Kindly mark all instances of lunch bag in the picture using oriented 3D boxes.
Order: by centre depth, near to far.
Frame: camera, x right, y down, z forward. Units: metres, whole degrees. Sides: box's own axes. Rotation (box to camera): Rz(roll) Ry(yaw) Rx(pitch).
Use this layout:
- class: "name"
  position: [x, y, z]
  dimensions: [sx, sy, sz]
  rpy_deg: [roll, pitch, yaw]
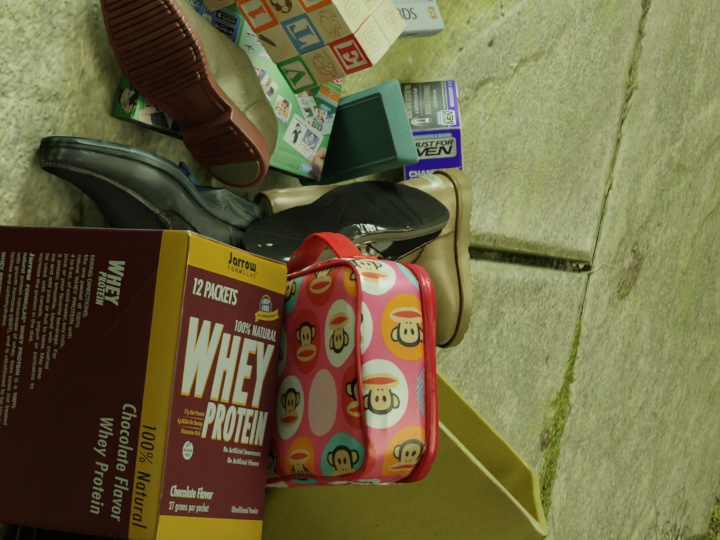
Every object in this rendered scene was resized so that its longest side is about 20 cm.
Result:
- class: "lunch bag"
  position: [-0.023, 0.063, 1.135]
  dimensions: [0.081, 0.199, 0.178]
  rpy_deg: [1, 83, -30]

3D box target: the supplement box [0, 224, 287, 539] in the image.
- class: "supplement box"
  position: [-0.174, 0.078, 1.099]
  dimensions: [0.133, 0.198, 0.199]
  rpy_deg: [20, 74, -62]

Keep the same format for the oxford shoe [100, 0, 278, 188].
- class: "oxford shoe"
  position: [-0.127, -0.158, 1.213]
  dimensions: [0.201, 0.070, 0.075]
  rpy_deg: [60, 33, -31]

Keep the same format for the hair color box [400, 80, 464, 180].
- class: "hair color box"
  position: [0.075, -0.078, 1.637]
  dimensions: [0.110, 0.064, 0.202]
  rpy_deg: [-90, 174, -58]

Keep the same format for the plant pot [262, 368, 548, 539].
- class: "plant pot"
  position: [0.013, 0.188, 1.321]
  dimensions: [0.200, 0.194, 0.196]
  rpy_deg: [-44, -177, 8]

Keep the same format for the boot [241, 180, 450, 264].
- class: "boot"
  position: [-0.021, 0.016, 1.309]
  dimensions: [0.199, 0.073, 0.152]
  rpy_deg: [-21, 136, -40]

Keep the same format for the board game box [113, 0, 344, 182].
- class: "board game box"
  position: [-0.095, -0.160, 1.291]
  dimensions: [0.199, 0.029, 0.136]
  rpy_deg: [17, 86, -43]

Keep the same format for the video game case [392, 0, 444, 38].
- class: "video game case"
  position: [-0.007, -0.294, 1.375]
  dimensions: [0.182, 0.022, 0.202]
  rpy_deg: [-17, 87, -59]

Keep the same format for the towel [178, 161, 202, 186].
- class: "towel"
  position: [-0.135, 0.006, 1.338]
  dimensions: [0.112, 0.048, 0.200]
  rpy_deg: [-65, 151, -20]

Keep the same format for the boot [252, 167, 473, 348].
- class: "boot"
  position: [0.000, 0.000, 1.398]
  dimensions: [0.199, 0.066, 0.177]
  rpy_deg: [-12, 110, -30]

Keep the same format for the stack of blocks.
- class: "stack of blocks"
  position: [-0.069, -0.234, 1.204]
  dimensions: [0.201, 0.115, 0.059]
  rpy_deg: [56, 47, -21]

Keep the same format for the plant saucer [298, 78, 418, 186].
- class: "plant saucer"
  position: [-0.013, -0.112, 1.375]
  dimensions: [0.019, 0.200, 0.071]
  rpy_deg: [-18, 95, -28]

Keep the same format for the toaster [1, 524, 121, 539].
- class: "toaster"
  position: [-0.183, 0.231, 1.214]
  dimensions: [0.119, 0.198, 0.182]
  rpy_deg: [44, 55, -62]

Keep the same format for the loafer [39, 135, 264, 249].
- class: "loafer"
  position: [-0.157, -0.044, 1.204]
  dimensions: [0.199, 0.072, 0.073]
  rpy_deg: [24, 79, -38]
